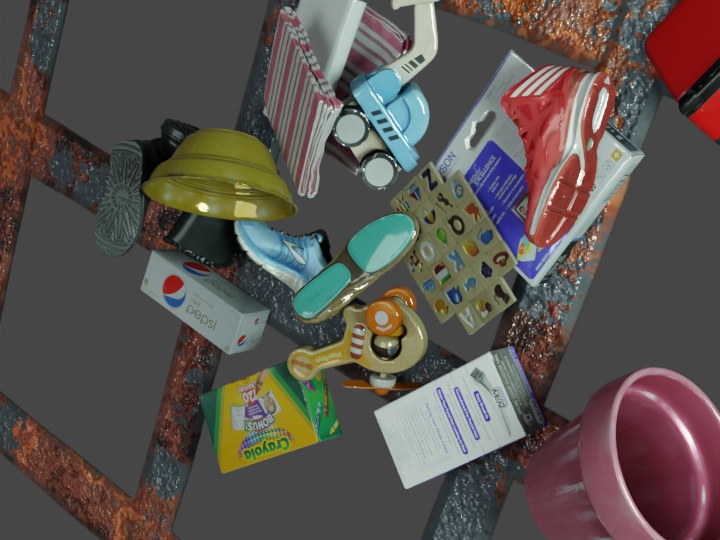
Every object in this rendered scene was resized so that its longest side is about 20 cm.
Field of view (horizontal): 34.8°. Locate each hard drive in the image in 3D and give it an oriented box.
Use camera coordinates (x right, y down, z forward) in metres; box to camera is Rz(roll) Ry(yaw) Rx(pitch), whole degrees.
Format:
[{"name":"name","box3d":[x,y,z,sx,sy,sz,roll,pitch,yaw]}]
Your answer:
[{"name":"hard drive","box3d":[-0.063,-0.275,1.501,0.132,0.026,0.202,45,120,49]}]

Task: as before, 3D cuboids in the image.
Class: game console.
[{"name":"game console","box3d":[0.423,-0.237,1.194,0.172,0.119,0.200,38,120,-8]}]

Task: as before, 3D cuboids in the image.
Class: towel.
[{"name":"towel","box3d":[-0.076,-0.209,1.425,0.147,0.030,0.201,109,150,-43]},{"name":"towel","box3d":[-0.020,-0.247,1.512,0.146,0.030,0.201,38,116,28]}]

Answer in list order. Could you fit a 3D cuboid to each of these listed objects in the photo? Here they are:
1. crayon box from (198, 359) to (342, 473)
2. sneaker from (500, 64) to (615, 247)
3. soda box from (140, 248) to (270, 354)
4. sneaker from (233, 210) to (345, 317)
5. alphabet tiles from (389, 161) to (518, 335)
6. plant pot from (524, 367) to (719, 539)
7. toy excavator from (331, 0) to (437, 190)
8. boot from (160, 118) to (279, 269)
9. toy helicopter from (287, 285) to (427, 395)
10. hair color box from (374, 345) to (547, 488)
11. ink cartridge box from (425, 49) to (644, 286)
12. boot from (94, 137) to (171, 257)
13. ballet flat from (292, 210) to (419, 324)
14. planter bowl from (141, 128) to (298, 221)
[{"name":"crayon box","box3d":[-0.129,0.204,1.622,0.199,0.058,0.120,-24,81,35]},{"name":"sneaker","box3d":[0.204,-0.134,1.291,0.115,0.078,0.202,25,96,40]},{"name":"soda box","box3d":[-0.228,0.042,1.675,0.199,0.063,0.069,32,112,29]},{"name":"sneaker","box3d":[-0.082,-0.027,1.556,0.199,0.078,0.090,37,103,8]},{"name":"alphabet tiles","box3d":[0.112,-0.026,1.419,0.201,0.006,0.166,59,139,11]},{"name":"plant pot","box3d":[0.283,0.227,1.254,0.179,0.199,0.202,-32,76,49]},{"name":"toy excavator","box3d":[0.046,-0.230,1.418,0.199,0.100,0.195,-33,106,7]},{"name":"boot","box3d":[-0.219,-0.101,1.576,0.163,0.197,0.073,-57,37,13]},{"name":"toy helicopter","box3d":[-0.004,0.110,1.495,0.198,0.079,0.134,-18,97,23]},{"name":"hair color box","box3d":[0.122,0.185,1.433,0.199,0.065,0.110,-31,76,36]},{"name":"ink cartridge box","box3d":[0.200,-0.121,1.354,0.200,0.043,0.199,47,119,22]},{"name":"boot","box3d":[-0.288,-0.109,1.616,0.065,0.200,0.166,21,104,13]},{"name":"ballet flat","box3d":[0.000,0.000,1.479,0.200,0.072,0.068,-43,68,7]},{"name":"planter bowl","box3d":[-0.173,-0.127,1.455,0.199,0.200,0.084,-2,75,36]}]
